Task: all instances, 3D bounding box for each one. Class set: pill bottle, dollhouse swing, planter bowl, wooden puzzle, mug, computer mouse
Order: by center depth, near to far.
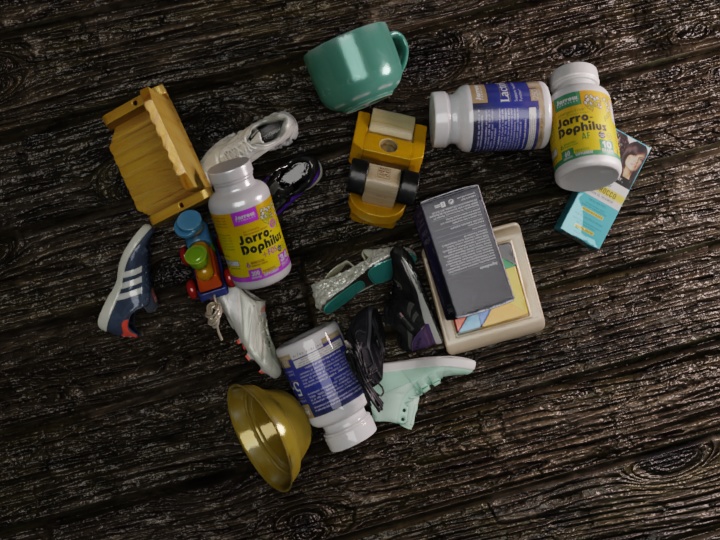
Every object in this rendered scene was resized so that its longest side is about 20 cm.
[{"bbox_3d":[-0.350,-0.183,1.491,0.180,0.176,0.202,-24,94,16],"label":"dollhouse swing"},{"bbox_3d":[-0.187,-0.078,1.493,0.103,0.104,0.202,-17,112,-2],"label":"pill bottle"},{"bbox_3d":[0.008,-0.340,1.537,0.183,0.152,0.115,-22,95,-2],"label":"mug"},{"bbox_3d":[0.003,0.134,1.538,0.052,0.201,0.139,-14,117,14],"label":"computer mouse"},{"bbox_3d":[-0.141,0.266,1.551,0.083,0.200,0.202,-27,93,-29],"label":"planter bowl"},{"bbox_3d":[0.376,-0.247,1.555,0.111,0.113,0.202,-1,70,-2],"label":"pill bottle"},{"bbox_3d":[-0.053,0.201,1.564,0.119,0.120,0.202,-25,92,-2],"label":"pill bottle"},{"bbox_3d":[0.220,-0.263,1.566,0.198,0.116,0.117,-3,92,-3],"label":"pill bottle"},{"bbox_3d":[0.219,0.033,1.613,0.183,0.037,0.202,-15,92,-2],"label":"wooden puzzle"}]

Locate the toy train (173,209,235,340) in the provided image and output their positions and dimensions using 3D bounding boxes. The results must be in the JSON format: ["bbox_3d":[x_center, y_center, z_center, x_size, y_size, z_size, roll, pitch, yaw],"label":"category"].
[{"bbox_3d":[-0.258,0.004,1.514,0.084,0.116,0.201,-17,59,-1],"label":"toy train"}]

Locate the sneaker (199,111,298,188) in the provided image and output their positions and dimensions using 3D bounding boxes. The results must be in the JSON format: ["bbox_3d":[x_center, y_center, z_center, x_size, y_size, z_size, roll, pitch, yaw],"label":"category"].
[{"bbox_3d":[-0.199,-0.212,1.568,0.199,0.081,0.075,-35,95,0],"label":"sneaker"}]

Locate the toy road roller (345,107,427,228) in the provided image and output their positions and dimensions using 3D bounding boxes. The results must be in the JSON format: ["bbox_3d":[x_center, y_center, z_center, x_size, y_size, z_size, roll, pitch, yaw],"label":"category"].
[{"bbox_3d":[0.036,-0.165,1.574,0.122,0.147,0.201,12,54,-3],"label":"toy road roller"}]

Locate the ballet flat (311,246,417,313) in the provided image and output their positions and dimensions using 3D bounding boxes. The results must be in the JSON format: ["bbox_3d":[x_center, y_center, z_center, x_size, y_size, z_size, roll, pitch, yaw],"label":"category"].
[{"bbox_3d":[0.000,0.000,1.592,0.199,0.072,0.072,-30,93,-3],"label":"ballet flat"}]

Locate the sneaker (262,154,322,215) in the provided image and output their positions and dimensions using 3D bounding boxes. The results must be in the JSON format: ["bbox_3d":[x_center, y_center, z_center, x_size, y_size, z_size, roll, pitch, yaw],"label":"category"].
[{"bbox_3d":[-0.151,-0.131,1.560,0.200,0.100,0.070,-43,91,-1],"label":"sneaker"}]

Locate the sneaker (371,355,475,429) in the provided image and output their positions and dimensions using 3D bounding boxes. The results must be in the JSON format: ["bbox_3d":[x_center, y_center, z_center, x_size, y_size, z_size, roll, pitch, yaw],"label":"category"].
[{"bbox_3d":[0.108,0.213,1.593,0.198,0.074,0.120,-8,85,8],"label":"sneaker"}]

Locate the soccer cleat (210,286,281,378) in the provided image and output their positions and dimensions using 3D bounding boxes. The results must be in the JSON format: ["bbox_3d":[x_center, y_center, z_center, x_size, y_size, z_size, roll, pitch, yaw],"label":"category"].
[{"bbox_3d":[-0.186,0.093,1.582,0.077,0.069,0.201,-33,90,1],"label":"soccer cleat"}]

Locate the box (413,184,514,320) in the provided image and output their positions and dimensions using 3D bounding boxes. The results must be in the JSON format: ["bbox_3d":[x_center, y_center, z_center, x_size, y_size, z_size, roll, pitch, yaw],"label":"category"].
[{"bbox_3d":[0.170,-0.025,1.527,0.103,0.148,0.202,-17,85,-3],"label":"box"}]

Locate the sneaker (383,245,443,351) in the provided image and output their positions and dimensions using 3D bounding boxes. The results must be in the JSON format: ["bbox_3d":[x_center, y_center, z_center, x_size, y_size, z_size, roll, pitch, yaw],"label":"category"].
[{"bbox_3d":[0.073,0.057,1.565,0.087,0.076,0.201,-20,115,5],"label":"sneaker"}]

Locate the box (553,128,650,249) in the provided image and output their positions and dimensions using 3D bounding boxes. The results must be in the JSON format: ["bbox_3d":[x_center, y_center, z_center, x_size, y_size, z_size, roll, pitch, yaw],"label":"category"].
[{"bbox_3d":[0.427,-0.144,1.612,0.082,0.049,0.201,27,90,-3],"label":"box"}]

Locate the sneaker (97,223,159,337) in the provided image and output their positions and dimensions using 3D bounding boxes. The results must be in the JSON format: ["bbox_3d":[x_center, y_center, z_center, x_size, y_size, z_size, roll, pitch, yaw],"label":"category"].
[{"bbox_3d":[-0.378,0.022,1.571,0.084,0.075,0.202,22,100,-1],"label":"sneaker"}]
